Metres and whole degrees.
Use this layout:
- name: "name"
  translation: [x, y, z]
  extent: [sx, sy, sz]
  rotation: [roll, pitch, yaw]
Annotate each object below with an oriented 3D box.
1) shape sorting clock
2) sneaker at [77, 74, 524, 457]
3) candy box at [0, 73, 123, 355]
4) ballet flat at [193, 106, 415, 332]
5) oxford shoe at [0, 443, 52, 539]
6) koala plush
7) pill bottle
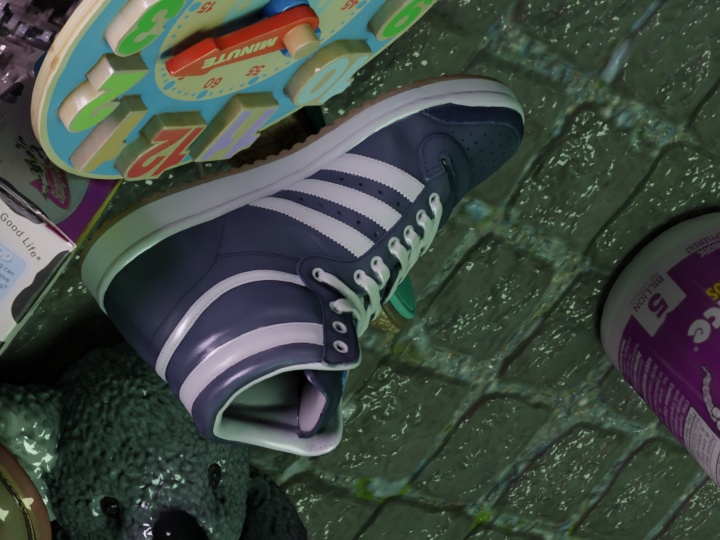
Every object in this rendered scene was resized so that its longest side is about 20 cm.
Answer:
- name: "shape sorting clock"
  translation: [-0.028, -0.095, 0.784]
  extent: [0.199, 0.039, 0.200]
  rotation: [-29, 167, -8]
- name: "sneaker"
  translation: [0.000, 0.000, 0.868]
  extent: [0.199, 0.109, 0.070]
  rotation: [-24, 149, -22]
- name: "candy box"
  translation: [-0.174, 0.031, 0.843]
  extent: [0.061, 0.136, 0.200]
  rotation: [36, 106, -7]
- name: "ballet flat"
  translation: [-0.033, -0.034, 0.964]
  extent: [0.065, 0.071, 0.201]
  rotation: [-20, 137, 6]
- name: "oxford shoe"
  translation: [-0.190, 0.135, 0.929]
  extent: [0.075, 0.071, 0.200]
  rotation: [-33, 169, -40]
- name: "koala plush"
  translation: [-0.090, 0.115, 1.006]
  extent: [0.176, 0.184, 0.201]
  rotation: [-20, 119, -5]
- name: "pill bottle"
  translation: [0.223, 0.069, 1.155]
  extent: [0.112, 0.200, 0.113]
  rotation: [-22, 139, -21]
